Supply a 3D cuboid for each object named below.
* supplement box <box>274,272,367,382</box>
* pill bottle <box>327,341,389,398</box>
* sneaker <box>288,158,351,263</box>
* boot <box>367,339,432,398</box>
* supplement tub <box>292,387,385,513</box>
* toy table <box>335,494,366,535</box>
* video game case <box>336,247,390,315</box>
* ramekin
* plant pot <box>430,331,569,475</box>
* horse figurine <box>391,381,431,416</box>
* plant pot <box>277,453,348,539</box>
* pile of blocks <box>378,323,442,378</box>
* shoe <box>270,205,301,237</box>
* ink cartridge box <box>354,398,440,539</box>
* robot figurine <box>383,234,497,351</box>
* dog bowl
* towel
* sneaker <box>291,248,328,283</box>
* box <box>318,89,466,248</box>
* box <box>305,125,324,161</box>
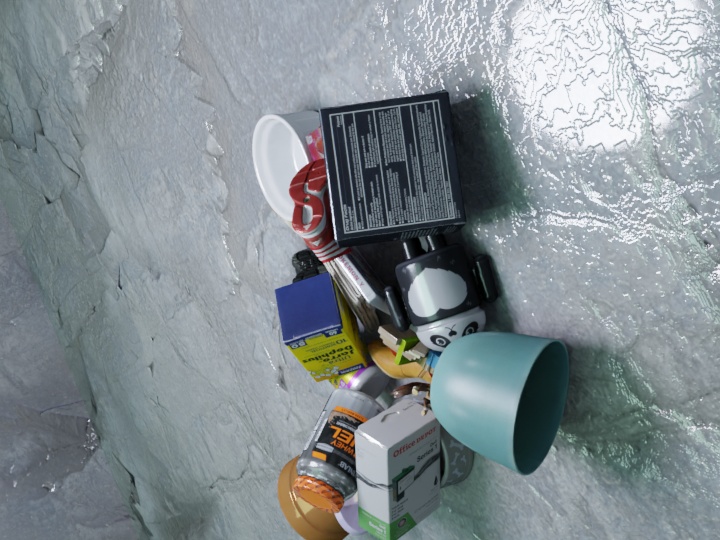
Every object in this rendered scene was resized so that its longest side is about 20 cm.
[{"bbox_3d":[-0.069,0.107,1.507,0.200,0.107,0.111,61,-167,-59],"label":"supplement box"},{"bbox_3d":[-0.039,0.170,1.644,0.200,0.103,0.105,43,136,31],"label":"pill bottle"},{"bbox_3d":[-0.064,-0.090,1.374,0.077,0.201,0.116,-13,130,19],"label":"sneaker"},{"bbox_3d":[0.106,0.140,1.488,0.200,0.070,0.145,37,127,28],"label":"boot"},{"bbox_3d":[-0.038,0.327,1.507,0.121,0.201,0.123,20,150,13],"label":"supplement tub"},{"bbox_3d":[0.018,0.408,1.641,0.117,0.182,0.202,-44,42,43],"label":"toy table"},{"bbox_3d":[0.000,0.000,1.473,0.023,0.200,0.183,-40,69,7],"label":"video game case"},{"bbox_3d":[-0.112,-0.203,1.556,0.200,0.097,0.203,33,134,43],"label":"ramekin"},{"bbox_3d":[0.202,0.183,1.248,0.159,0.200,0.203,14,118,34],"label":"plant pot"},{"bbox_3d":[0.154,0.232,1.390,0.198,0.132,0.050,30,105,19],"label":"horse figurine"},{"bbox_3d":[-0.056,0.457,1.747,0.140,0.199,0.201,-42,73,34],"label":"plant pot"},{"bbox_3d":[0.116,0.157,1.383,0.198,0.082,0.063,23,111,16],"label":"pile of blocks"},{"bbox_3d":[-0.097,-0.094,1.642,0.199,0.070,0.053,38,176,29],"label":"shoe"},{"bbox_3d":[0.068,0.353,1.466,0.084,0.145,0.203,19,122,41],"label":"ink cartridge box"},{"bbox_3d":[0.129,0.032,1.350,0.150,0.124,0.203,-20,87,51],"label":"robot figurine"},{"bbox_3d":[0.119,0.320,1.556,0.199,0.058,0.203,25,124,43],"label":"dog bowl"},{"bbox_3d":[-0.017,0.036,1.540,0.133,0.034,0.200,56,176,19],"label":"towel"},{"bbox_3d":[-0.092,0.025,1.628,0.201,0.074,0.080,-101,-5,-65],"label":"sneaker"},{"bbox_3d":[0.046,-0.150,1.263,0.123,0.195,0.203,97,166,-86],"label":"box"},{"bbox_3d":[-0.004,-0.166,1.446,0.095,0.099,0.203,-19,91,52],"label":"box"}]
